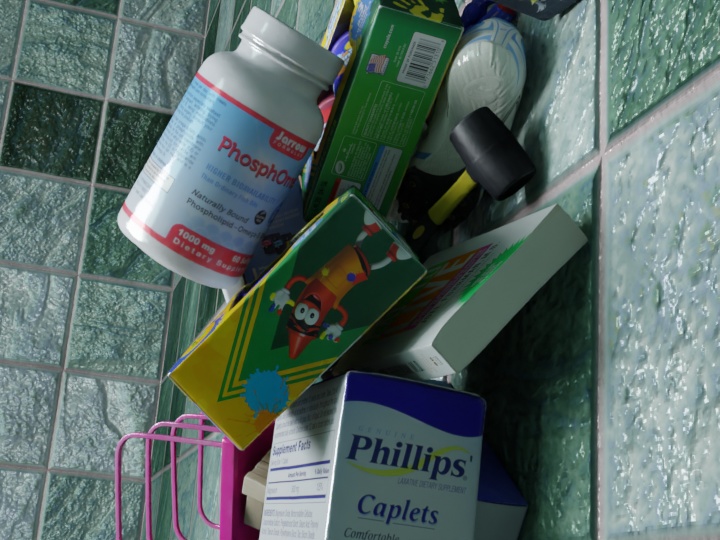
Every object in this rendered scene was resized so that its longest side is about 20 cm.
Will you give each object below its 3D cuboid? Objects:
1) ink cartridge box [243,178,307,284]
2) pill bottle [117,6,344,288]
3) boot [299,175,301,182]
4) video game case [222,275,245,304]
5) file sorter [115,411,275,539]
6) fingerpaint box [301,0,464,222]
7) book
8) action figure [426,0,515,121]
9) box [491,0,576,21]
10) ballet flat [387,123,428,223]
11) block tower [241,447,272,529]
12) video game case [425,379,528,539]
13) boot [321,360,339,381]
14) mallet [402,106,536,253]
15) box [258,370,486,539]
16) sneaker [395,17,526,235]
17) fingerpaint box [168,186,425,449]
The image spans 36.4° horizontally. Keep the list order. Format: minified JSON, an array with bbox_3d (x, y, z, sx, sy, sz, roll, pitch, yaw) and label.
[{"bbox_3d":[-0.093,-0.067,1.010,0.137,0.076,0.202,-124,17,-68],"label":"ink cartridge box"},{"bbox_3d":[-0.097,-0.096,0.851,0.201,0.108,0.109,-59,20,8],"label":"pill bottle"},{"bbox_3d":[-0.003,-0.098,1.194,0.199,0.097,0.075,-32,7,39],"label":"boot"},{"bbox_3d":[-0.122,-0.003,1.014,0.182,0.023,0.202,-142,35,-78],"label":"video game case"},{"bbox_3d":[-0.122,0.197,1.017,0.200,0.124,0.141,-10,-77,-67],"label":"file sorter"},{"bbox_3d":[0.007,-0.160,0.916,0.168,0.073,0.201,-96,23,-52],"label":"fingerpaint box"},{"bbox_3d":[0.062,0.030,0.776,0.134,0.048,0.200,-44,6,-22],"label":"book"},{"bbox_3d":[0.089,-0.198,0.944,0.201,0.051,0.066,116,153,-51],"label":"action figure"},{"bbox_3d":[0.070,-0.284,0.775,0.051,0.198,0.159,-23,59,57],"label":"box"},{"bbox_3d":[0.037,-0.114,1.035,0.201,0.071,0.072,-93,20,-44],"label":"ballet flat"},{"bbox_3d":[-0.037,0.161,0.969,0.200,0.054,0.058,-42,-33,-58],"label":"block tower"},{"bbox_3d":[0.052,0.205,0.840,0.200,0.045,0.183,-123,46,-67],"label":"video game case"},{"bbox_3d":[-0.003,0.000,1.081,0.212,0.079,0.159,118,156,-49],"label":"boot"},{"bbox_3d":[0.058,-0.055,0.869,0.066,0.041,0.200,59,140,6],"label":"mallet"},{"bbox_3d":[-0.001,0.184,0.762,0.184,0.104,0.202,149,130,-68],"label":"box"},{"bbox_3d":[0.084,-0.110,0.885,0.073,0.071,0.201,-55,-10,-48],"label":"sneaker"},{"bbox_3d":[-0.042,0.022,0.783,0.167,0.073,0.200,-44,4,5],"label":"fingerpaint box"}]
